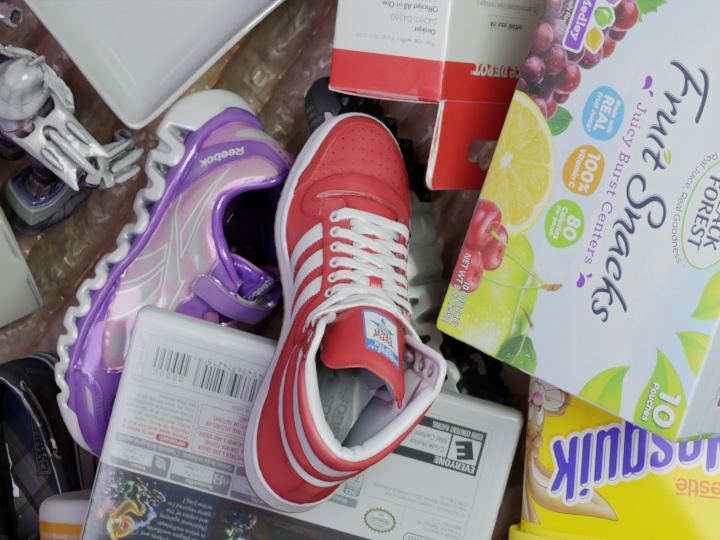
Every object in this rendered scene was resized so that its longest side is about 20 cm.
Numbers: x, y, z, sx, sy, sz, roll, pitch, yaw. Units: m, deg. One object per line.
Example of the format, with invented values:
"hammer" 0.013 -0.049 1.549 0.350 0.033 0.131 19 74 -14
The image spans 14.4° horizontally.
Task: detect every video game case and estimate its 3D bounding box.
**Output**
"video game case" -0.037 0.130 1.422 0.200 0.023 0.182 16 99 4

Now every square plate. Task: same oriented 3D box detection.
"square plate" -0.101 -0.201 1.502 0.198 0.028 0.200 -40 70 -2

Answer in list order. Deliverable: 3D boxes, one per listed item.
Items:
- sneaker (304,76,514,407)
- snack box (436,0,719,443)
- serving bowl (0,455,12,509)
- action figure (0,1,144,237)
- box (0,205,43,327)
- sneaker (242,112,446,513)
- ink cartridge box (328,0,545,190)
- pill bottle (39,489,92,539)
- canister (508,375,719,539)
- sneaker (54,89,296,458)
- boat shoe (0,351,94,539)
"sneaker" 0.000 0.000 1.461 0.090 0.066 0.200 -27 80 26
"snack box" 0.131 -0.040 1.295 0.142 0.053 0.200 25 103 32
"serving bowl" -0.300 0.138 1.606 0.200 0.066 0.201 3 106 13
"action figure" -0.172 -0.084 1.490 0.069 0.200 0.130 -34 83 -10
"box" -0.268 -0.061 1.553 0.109 0.128 0.200 -25 68 -5
"sneaker" 0.000 0.010 1.344 0.112 0.071 0.200 146 135 -66
"ink cartridge box" 0.045 -0.142 1.401 0.067 0.116 0.201 10 96 29
"pill bottle" -0.110 0.216 1.508 0.112 0.112 0.201 -4 90 31
"canister" 0.149 0.056 1.365 0.148 0.086 0.201 4 92 31
"sneaker" -0.085 0.011 1.454 0.088 0.080 0.200 27 96 37
"boat shoe" -0.176 0.145 1.570 0.070 0.066 0.201 -7 89 32
